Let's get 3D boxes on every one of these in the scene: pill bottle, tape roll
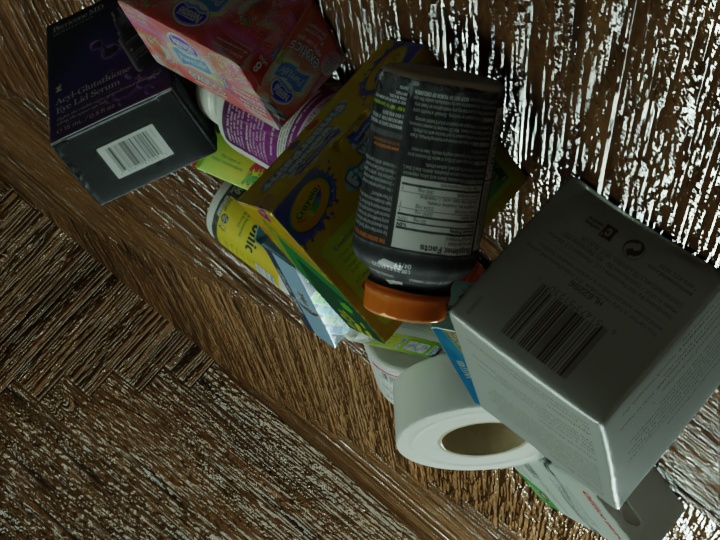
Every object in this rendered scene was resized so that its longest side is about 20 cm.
[{"bbox_3d":[-0.072,-0.152,1.668,0.199,0.112,0.112,32,164,38],"label":"pill bottle"},{"bbox_3d":[0.136,0.158,1.883,0.200,0.071,0.203,-3,153,-2],"label":"tape roll"},{"bbox_3d":[0.068,0.107,2.085,0.113,0.113,0.200,37,166,20],"label":"pill bottle"},{"bbox_3d":[-0.087,-0.037,2.088,0.199,0.111,0.111,36,166,24],"label":"pill bottle"},{"bbox_3d":[0.051,-0.061,1.368,0.105,0.202,0.106,9,-167,-2],"label":"pill bottle"}]

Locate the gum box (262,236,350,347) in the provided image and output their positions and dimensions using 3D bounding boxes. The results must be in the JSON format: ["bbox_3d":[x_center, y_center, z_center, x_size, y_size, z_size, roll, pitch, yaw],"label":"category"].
[{"bbox_3d":[0.008,-0.047,1.572,0.044,0.200,0.170,35,165,26],"label":"gum box"}]

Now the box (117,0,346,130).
[{"bbox_3d":[-0.124,-0.229,1.598,0.200,0.103,0.095,32,164,41],"label":"box"}]

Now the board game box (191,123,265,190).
[{"bbox_3d":[-0.132,-0.128,1.887,0.101,0.048,0.199,39,-169,39],"label":"board game box"}]

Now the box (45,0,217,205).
[{"bbox_3d":[-0.245,-0.194,1.784,0.105,0.147,0.201,55,-164,-45],"label":"box"}]

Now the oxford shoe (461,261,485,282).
[{"bbox_3d":[0.115,0.026,1.787,0.199,0.071,0.073,36,170,24],"label":"oxford shoe"}]

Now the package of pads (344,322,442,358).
[{"bbox_3d":[0.000,0.000,1.823,0.154,0.068,0.200,14,-149,-49],"label":"package of pads"}]

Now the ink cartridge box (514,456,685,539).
[{"bbox_3d":[0.266,0.237,1.982,0.147,0.083,0.200,51,165,-33],"label":"ink cartridge box"}]

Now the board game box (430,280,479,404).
[{"bbox_3d":[0.188,0.088,1.653,0.199,0.065,0.148,11,150,32],"label":"board game box"}]

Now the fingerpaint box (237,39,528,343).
[{"bbox_3d":[0.021,-0.070,1.458,0.167,0.200,0.073,48,166,-28],"label":"fingerpaint box"}]

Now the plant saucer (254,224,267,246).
[{"bbox_3d":[-0.040,-0.019,1.739,0.019,0.070,0.200,-5,-150,-41],"label":"plant saucer"}]

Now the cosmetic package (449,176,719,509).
[{"bbox_3d":[0.199,0.064,1.438,0.167,0.166,0.200,36,165,26],"label":"cosmetic package"}]
